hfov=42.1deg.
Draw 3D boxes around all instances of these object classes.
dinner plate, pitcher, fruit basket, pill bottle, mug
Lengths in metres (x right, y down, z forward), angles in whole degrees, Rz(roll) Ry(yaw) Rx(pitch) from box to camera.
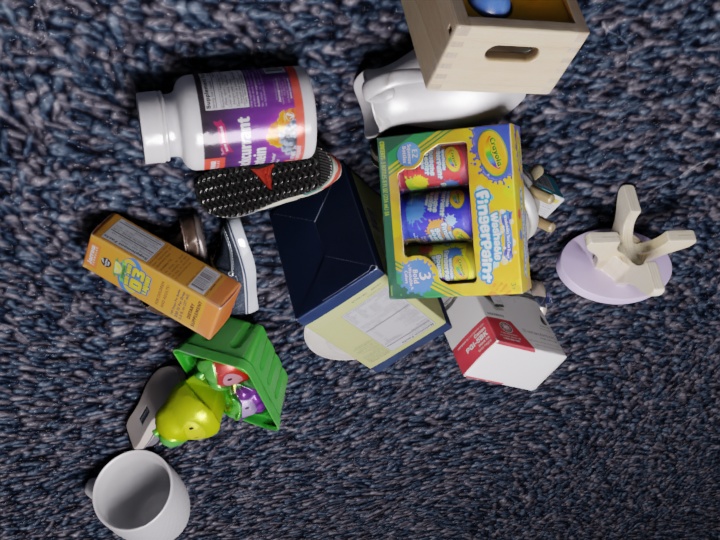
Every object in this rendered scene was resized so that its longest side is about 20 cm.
[{"bbox_3d":[0.005,0.095,1.565,0.199,0.024,0.200,-11,142,-9],"label":"dinner plate"},{"bbox_3d":[0.095,-0.225,1.116,0.199,0.122,0.172,-13,-177,0],"label":"pitcher"},{"bbox_3d":[-0.220,0.195,1.454,0.155,0.216,0.216,13,148,22],"label":"fruit basket"},{"bbox_3d":[-0.158,-0.177,1.103,0.199,0.112,0.112,-8,140,-13],"label":"pill bottle"},{"bbox_3d":[-0.410,0.421,1.711,0.199,0.148,0.176,9,152,14],"label":"mug"}]

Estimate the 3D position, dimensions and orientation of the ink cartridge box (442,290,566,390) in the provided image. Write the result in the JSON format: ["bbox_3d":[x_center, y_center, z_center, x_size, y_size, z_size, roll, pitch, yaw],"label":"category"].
[{"bbox_3d":[0.193,0.066,1.382,0.146,0.200,0.083,15,128,-35],"label":"ink cartridge box"}]

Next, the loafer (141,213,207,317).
[{"bbox_3d":[-0.262,0.002,1.305,0.071,0.073,0.200,3,136,-24],"label":"loafer"}]

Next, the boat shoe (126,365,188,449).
[{"bbox_3d":[-0.313,0.225,1.566,0.093,0.075,0.200,1,142,-42],"label":"boat shoe"}]

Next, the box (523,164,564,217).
[{"bbox_3d":[0.210,-0.069,1.428,0.082,0.049,0.200,16,130,-35],"label":"box"}]

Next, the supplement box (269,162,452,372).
[{"bbox_3d":[0.000,0.000,1.306,0.134,0.200,0.200,-32,139,18],"label":"supplement box"}]

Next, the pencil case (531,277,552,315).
[{"bbox_3d":[0.214,0.055,1.546,0.199,0.090,0.078,-1,139,-19],"label":"pencil case"}]

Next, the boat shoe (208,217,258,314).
[{"bbox_3d":[-0.198,0.005,1.334,0.091,0.071,0.201,-14,144,-12],"label":"boat shoe"}]

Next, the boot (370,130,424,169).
[{"bbox_3d":[0.095,-0.112,1.305,0.203,0.074,0.154,-3,134,-24],"label":"boot"}]

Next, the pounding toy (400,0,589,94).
[{"bbox_3d":[0.166,-0.313,1.035,0.199,0.185,0.142,-2,151,-19],"label":"pounding toy"}]

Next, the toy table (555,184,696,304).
[{"bbox_3d":[0.423,-0.029,1.479,0.199,0.184,0.117,-13,159,-20],"label":"toy table"}]

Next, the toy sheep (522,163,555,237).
[{"bbox_3d":[0.178,-0.079,1.234,0.200,0.138,0.138,-36,150,-28],"label":"toy sheep"}]

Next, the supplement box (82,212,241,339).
[{"bbox_3d":[-0.262,0.007,1.234,0.200,0.069,0.067,30,128,5],"label":"supplement box"}]

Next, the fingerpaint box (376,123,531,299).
[{"bbox_3d":[0.114,-0.069,1.136,0.166,0.201,0.073,-3,-176,20],"label":"fingerpaint box"}]

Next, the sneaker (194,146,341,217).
[{"bbox_3d":[-0.116,-0.113,1.229,0.199,0.071,0.093,-13,179,19],"label":"sneaker"}]
